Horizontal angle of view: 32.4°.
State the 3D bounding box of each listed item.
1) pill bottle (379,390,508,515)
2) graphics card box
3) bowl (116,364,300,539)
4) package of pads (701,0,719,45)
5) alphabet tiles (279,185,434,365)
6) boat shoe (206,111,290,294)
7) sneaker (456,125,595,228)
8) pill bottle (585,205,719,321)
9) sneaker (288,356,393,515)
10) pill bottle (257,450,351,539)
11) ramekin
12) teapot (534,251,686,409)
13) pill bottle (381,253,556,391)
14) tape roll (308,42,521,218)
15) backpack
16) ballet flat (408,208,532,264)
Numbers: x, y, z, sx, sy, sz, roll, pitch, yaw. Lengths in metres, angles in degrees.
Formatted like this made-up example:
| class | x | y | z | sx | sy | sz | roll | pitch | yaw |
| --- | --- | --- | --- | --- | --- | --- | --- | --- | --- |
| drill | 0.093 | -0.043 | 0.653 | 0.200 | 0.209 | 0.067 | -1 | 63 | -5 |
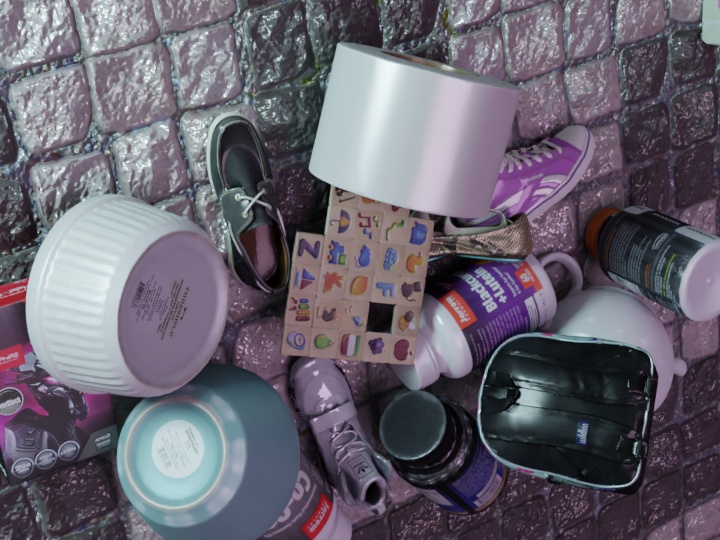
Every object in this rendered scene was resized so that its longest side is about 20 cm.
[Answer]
| class | x | y | z | sx | sy | sz | roll | pitch | yaw |
| --- | --- | --- | --- | --- | --- | --- | --- | --- | --- |
| pill bottle | 0.099 | 0.219 | 1.498 | 0.112 | 0.112 | 0.200 | -50 | 145 | -5 |
| graphics card box | -0.325 | 0.107 | 1.264 | 0.125 | 0.051 | 0.201 | -18 | 118 | -26 |
| bowl | -0.172 | 0.193 | 1.285 | 0.201 | 0.200 | 0.105 | -58 | 162 | 0 |
| package of pads | 0.554 | -0.314 | 1.552 | 0.154 | 0.200 | 0.069 | -12 | 109 | -28 |
| alphabet tiles | 0.000 | 0.000 | 1.371 | 0.166 | 0.008 | 0.201 | 7 | 93 | -26 |
| boat shoe | -0.113 | -0.070 | 1.317 | 0.071 | 0.068 | 0.201 | -19 | 116 | -22 |
| sneaker | 0.191 | -0.125 | 1.482 | 0.200 | 0.073 | 0.114 | -44 | 122 | -10 |
| pill bottle | 0.370 | -0.018 | 1.552 | 0.106 | 0.200 | 0.107 | -12 | 115 | -28 |
| sneaker | -0.017 | 0.193 | 1.444 | 0.075 | 0.115 | 0.201 | -26 | 120 | -16 |
| pill bottle | -0.098 | 0.259 | 1.423 | 0.114 | 0.114 | 0.200 | -44 | 125 | -10 |
| ramekin | -0.219 | 0.031 | 1.222 | 0.200 | 0.105 | 0.202 | -22 | 117 | -51 |
| teapot | 0.315 | 0.088 | 1.593 | 0.201 | 0.196 | 0.146 | 77 | 32 | -47 |
| pill bottle | 0.127 | 0.059 | 1.486 | 0.199 | 0.111 | 0.112 | -31 | 122 | -19 |
| tape roll | 0.056 | -0.150 | 1.308 | 0.202 | 0.202 | 0.140 | 5 | 106 | -33 |
| backpack | 0.240 | 0.164 | 1.449 | 0.151 | 0.199 | 0.179 | 48 | 51 | -73 |
| ballet flat | 0.101 | -0.042 | 1.442 | 0.199 | 0.068 | 0.076 | -5 | 100 | -4 |
